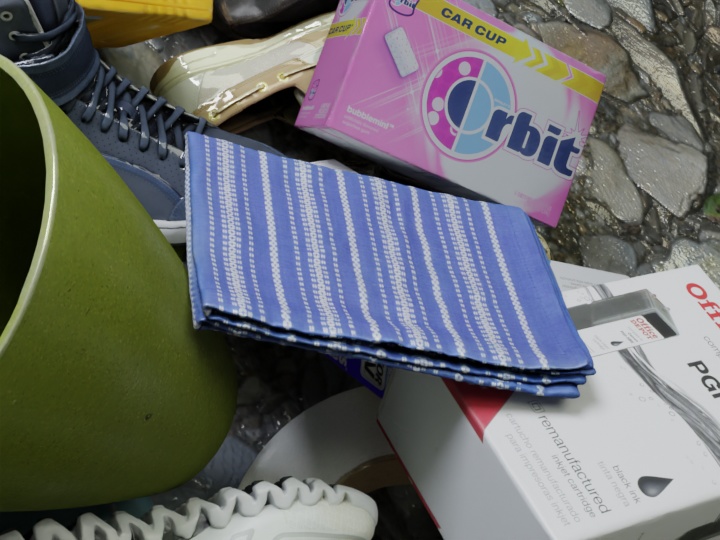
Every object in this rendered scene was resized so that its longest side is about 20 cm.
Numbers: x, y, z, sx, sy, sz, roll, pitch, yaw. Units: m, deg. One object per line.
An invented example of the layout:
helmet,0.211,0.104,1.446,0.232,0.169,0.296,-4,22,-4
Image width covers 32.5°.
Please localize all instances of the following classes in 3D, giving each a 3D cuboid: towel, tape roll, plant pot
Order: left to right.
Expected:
plant pot,-0.146,0.031,0.559,0.200,0.186,0.189,38,32,-53
towel,0.012,-0.007,0.608,0.198,0.024,0.145,12,37,-19
tape roll,0.024,0.157,0.673,0.200,0.037,0.204,-1,57,2

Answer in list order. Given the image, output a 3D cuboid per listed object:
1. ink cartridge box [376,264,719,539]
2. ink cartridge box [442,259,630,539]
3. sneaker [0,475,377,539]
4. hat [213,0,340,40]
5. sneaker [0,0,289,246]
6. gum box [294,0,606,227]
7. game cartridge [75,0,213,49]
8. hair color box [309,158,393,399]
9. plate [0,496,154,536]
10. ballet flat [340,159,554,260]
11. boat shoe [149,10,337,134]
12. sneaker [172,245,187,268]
ink cartridge box,0.132,0.085,0.649,0.198,0.083,0.147,-10,49,-28
ink cartridge box,0.121,0.096,0.811,0.143,0.084,0.202,11,53,-24
sneaker,-0.083,0.153,0.611,0.198,0.075,0.082,-8,71,-21
hat,-0.059,-0.209,0.875,0.199,0.200,0.082,-10,79,-37
sneaker,-0.130,-0.094,0.645,0.200,0.147,0.077,6,39,1
gum box,0.069,-0.115,0.853,0.199,0.066,0.114,22,88,-24
game cartridge,-0.213,-0.161,0.744,0.198,0.176,0.033,2,92,-31
hair color box,0.000,0.000,0.761,0.109,0.065,0.199,-13,32,-38
plate,-0.188,0.140,0.622,0.199,0.026,0.202,18,48,-21
ballet flat,0.062,-0.035,0.901,0.198,0.046,0.068,21,48,-18
boat shoe,-0.047,-0.132,0.877,0.198,0.074,0.067,-19,79,-17
sneaker,-0.129,0.006,0.687,0.084,0.075,0.200,31,57,31
